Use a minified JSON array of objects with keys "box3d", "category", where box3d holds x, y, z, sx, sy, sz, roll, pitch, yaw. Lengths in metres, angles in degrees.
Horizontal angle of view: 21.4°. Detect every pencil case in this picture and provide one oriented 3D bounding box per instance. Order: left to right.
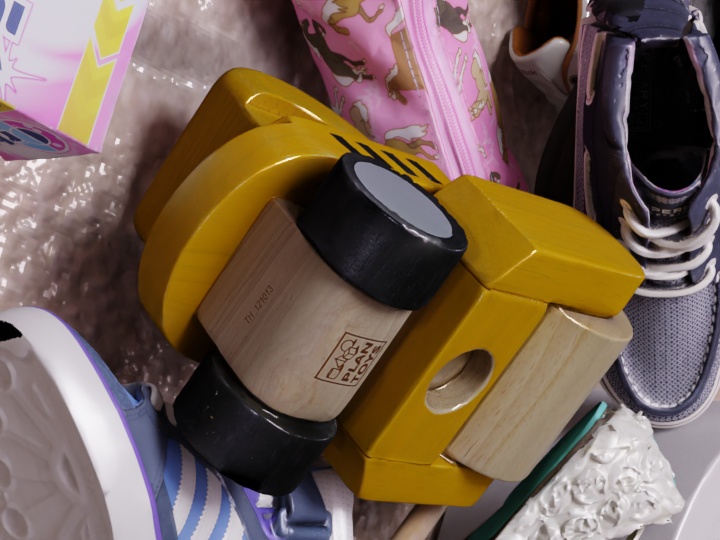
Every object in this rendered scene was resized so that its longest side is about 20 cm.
[{"box3d":[0.028,-0.066,0.825,0.083,0.086,0.202,-47,124,-51],"category":"pencil case"}]

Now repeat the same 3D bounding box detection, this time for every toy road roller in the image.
[{"box3d":[0.000,0.000,0.756,0.199,0.146,0.123,15,118,-47],"category":"toy road roller"}]

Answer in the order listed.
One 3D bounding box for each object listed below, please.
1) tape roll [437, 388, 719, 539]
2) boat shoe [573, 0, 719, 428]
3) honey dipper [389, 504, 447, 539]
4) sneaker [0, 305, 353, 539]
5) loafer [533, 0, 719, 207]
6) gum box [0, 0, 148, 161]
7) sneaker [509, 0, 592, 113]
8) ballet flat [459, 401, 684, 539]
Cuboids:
[{"box3d":[0.147,0.162,0.917,0.201,0.138,0.205,-2,93,-44],"category":"tape roll"},{"box3d":[0.123,-0.017,0.804,0.093,0.074,0.202,-80,162,-74],"category":"boat shoe"},{"box3d":[0.040,0.090,0.840,0.200,0.038,0.038,-46,123,-53],"category":"honey dipper"},{"box3d":[-0.069,0.085,0.758,0.146,0.080,0.202,-37,110,-50],"category":"sneaker"},{"box3d":[0.133,-0.068,0.867,0.072,0.071,0.202,9,96,-24],"category":"loafer"},{"box3d":[-0.124,-0.156,0.692,0.113,0.066,0.202,28,72,-40],"category":"gum box"},{"box3d":[0.114,-0.086,0.936,0.084,0.073,0.202,-21,105,-21],"category":"sneaker"},{"box3d":[0.057,0.140,0.809,0.200,0.072,0.072,-42,127,9],"category":"ballet flat"}]
